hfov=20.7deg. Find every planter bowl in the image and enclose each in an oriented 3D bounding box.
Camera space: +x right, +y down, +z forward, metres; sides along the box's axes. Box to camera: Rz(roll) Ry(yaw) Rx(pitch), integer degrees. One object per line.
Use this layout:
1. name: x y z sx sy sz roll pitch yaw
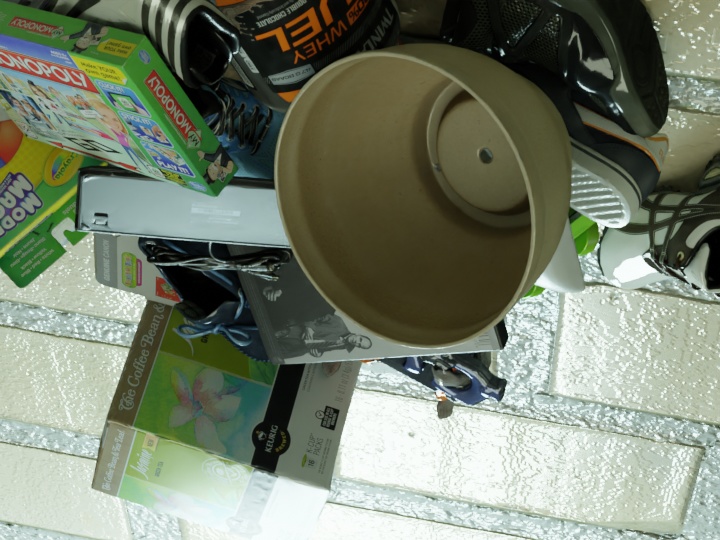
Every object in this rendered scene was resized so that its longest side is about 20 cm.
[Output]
1. planter bowl: 0.060 -0.065 1.320 0.200 0.135 0.201 14 117 30

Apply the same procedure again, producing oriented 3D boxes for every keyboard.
1. keyboard: -0.108 -0.035 1.435 0.200 0.021 0.127 5 146 -8

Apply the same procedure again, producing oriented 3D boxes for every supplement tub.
1. supplement tub: -0.051 -0.192 1.346 0.122 0.123 0.200 -8 138 29

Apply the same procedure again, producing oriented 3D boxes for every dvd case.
1. dvd case: 0.000 0.000 1.486 0.200 0.025 0.151 -5 119 25

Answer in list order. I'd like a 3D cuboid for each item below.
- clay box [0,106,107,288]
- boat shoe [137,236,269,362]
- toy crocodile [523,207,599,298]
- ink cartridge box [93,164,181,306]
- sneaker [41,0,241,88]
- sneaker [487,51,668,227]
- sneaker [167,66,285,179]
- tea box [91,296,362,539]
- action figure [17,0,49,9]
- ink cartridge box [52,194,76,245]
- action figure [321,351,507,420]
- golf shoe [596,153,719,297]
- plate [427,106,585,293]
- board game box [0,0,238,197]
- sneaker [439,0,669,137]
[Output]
1. clay box: -0.277 -0.096 1.455 0.200 0.115 0.048 48 172 1
2. boat shoe: -0.125 0.017 1.554 0.084 0.069 0.200 -13 135 33
3. toy crocodile: 0.131 -0.020 1.571 0.067 0.062 0.200 -13 161 -37
4. ink cartridge box: -0.122 -0.053 1.592 0.175 0.084 0.200 14 144 3
5. sneaker: -0.145 -0.155 1.302 0.115 0.076 0.200 47 165 -4
6. sneaker: 0.131 -0.113 1.436 0.200 0.079 0.078 34 154 11
7. sneaker: -0.111 -0.105 1.412 0.200 0.079 0.090 15 -176 -23
8. tea box: -0.108 0.106 1.701 0.196 0.200 0.134 17 145 -3
9. action figure: -0.180 -0.205 1.428 0.130 0.069 0.200 40 134 -20
10. ink cartridge box: -0.277 -0.090 1.578 0.163 0.057 0.200 56 159 0
11. action figure: 0.032 0.036 1.585 0.200 0.105 0.194 33 149 -2
12. golf shoe: 0.247 -0.018 1.500 0.078 0.095 0.200 29 144 -20
13. plate: 0.065 -0.071 1.470 0.199 0.032 0.200 23 148 35
14. board game box: -0.188 -0.122 1.327 0.200 0.029 0.135 18 155 39
15. sneaker: 0.132 -0.164 1.363 0.114 0.076 0.199 -16 131 38
